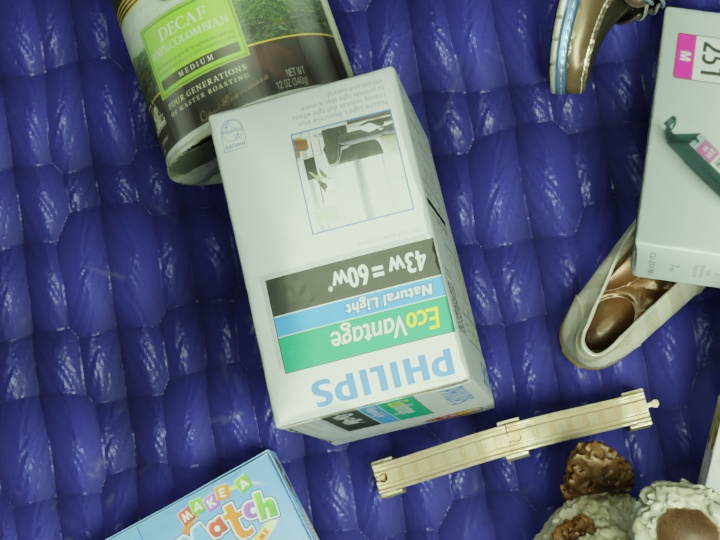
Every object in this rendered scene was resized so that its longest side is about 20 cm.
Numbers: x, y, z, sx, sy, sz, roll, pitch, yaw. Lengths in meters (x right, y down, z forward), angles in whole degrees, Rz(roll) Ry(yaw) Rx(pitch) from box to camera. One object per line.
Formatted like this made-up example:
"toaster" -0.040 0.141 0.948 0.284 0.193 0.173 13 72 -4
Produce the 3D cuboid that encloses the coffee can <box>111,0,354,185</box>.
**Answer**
"coffee can" -0.095 -0.180 1.140 0.145 0.146 0.201 -21 80 4

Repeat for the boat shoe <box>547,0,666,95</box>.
"boat shoe" 0.184 -0.212 1.147 0.072 0.072 0.202 18 84 8

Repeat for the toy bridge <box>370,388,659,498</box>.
"toy bridge" 0.104 0.114 1.111 0.198 0.067 0.027 -16 80 5

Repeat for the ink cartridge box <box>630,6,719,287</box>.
"ink cartridge box" 0.276 -0.077 1.093 0.172 0.044 0.201 8 59 9

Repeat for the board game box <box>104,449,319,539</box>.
"board game box" -0.081 0.247 1.129 0.150 0.037 0.201 -28 81 2

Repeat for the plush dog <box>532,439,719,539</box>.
"plush dog" 0.179 0.205 1.049 0.171 0.160 0.202 29 109 44

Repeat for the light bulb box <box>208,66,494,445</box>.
"light bulb box" 0.000 0.000 1.074 0.124 0.198 0.202 -14 79 7

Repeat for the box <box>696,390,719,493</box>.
"box" 0.247 0.100 1.058 0.038 0.041 0.202 11 116 7

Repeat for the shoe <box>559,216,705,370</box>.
"shoe" 0.213 -0.011 1.122 0.070 0.053 0.200 41 88 11
